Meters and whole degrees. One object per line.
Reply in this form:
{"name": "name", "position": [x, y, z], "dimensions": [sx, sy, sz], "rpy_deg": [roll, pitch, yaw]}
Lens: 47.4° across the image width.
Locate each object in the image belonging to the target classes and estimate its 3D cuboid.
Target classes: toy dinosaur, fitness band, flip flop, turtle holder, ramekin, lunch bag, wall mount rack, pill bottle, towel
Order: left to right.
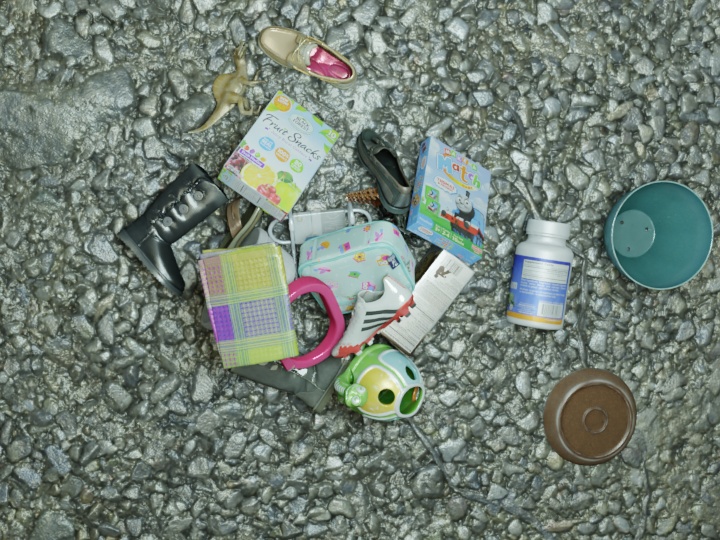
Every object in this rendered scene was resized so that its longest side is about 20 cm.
{"name": "toy dinosaur", "position": [-0.234, -0.320, 1.523], "dimensions": [0.100, 0.058, 0.201], "rpy_deg": [24, 83, 7]}
{"name": "flip flop", "position": [-0.232, -0.091, 1.518], "dimensions": [0.057, 0.081, 0.201], "rpy_deg": [32, 96, -20]}
{"name": "towel", "position": [-0.183, 0.055, 1.358], "dimensions": [0.142, 0.023, 0.202], "rpy_deg": [-10, 97, 8]}
{"name": "ramekin", "position": [-0.197, 0.033, 1.478], "dimensions": [0.094, 0.202, 0.203], "rpy_deg": [32, 90, -18]}
{"name": "fitness band", "position": [-0.098, 0.098, 1.447], "dimensions": [0.143, 0.037, 0.201], "rpy_deg": [-37, 139, -16]}
{"name": "wall mount rack", "position": [-0.071, -0.043, 1.547], "dimensions": [0.198, 0.075, 0.175], "rpy_deg": [-7, 128, -5]}
{"name": "lunch bag", "position": [0.000, 0.000, 1.475], "dimensions": [0.198, 0.078, 0.161], "rpy_deg": [-13, 134, 18]}
{"name": "turtle holder", "position": [0.037, 0.206, 1.508], "dimensions": [0.142, 0.131, 0.186], "rpy_deg": [-57, 142, -10]}
{"name": "toy dinosaur", "position": [0.062, -0.104, 1.529], "dimensions": [0.198, 0.102, 0.137], "rpy_deg": [5, 63, -12]}
{"name": "pill bottle", "position": [0.347, 0.006, 1.574], "dimensions": [0.111, 0.112, 0.202], "rpy_deg": [7, 92, -7]}

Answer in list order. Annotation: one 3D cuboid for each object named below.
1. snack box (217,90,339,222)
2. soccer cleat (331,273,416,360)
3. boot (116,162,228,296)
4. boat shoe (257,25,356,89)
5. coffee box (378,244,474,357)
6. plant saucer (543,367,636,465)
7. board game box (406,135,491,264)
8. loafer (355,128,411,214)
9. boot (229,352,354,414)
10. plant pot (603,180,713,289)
{"name": "snack box", "position": [-0.147, -0.209, 1.493], "dimensions": [0.142, 0.053, 0.201], "rpy_deg": [35, 63, -9]}
{"name": "soccer cleat", "position": [0.010, 0.083, 1.454], "dimensions": [0.200, 0.069, 0.085], "rpy_deg": [-39, 96, 29]}
{"name": "boot", "position": [-0.323, -0.075, 1.521], "dimensions": [0.200, 0.066, 0.165], "rpy_deg": [-43, 99, -6]}
{"name": "boat shoe", "position": [-0.095, -0.400, 1.515], "dimensions": [0.199, 0.069, 0.074], "rpy_deg": [22, 91, -8]}
{"name": "coffee box", "position": [0.115, 0.055, 1.551], "dimensions": [0.080, 0.113, 0.201], "rpy_deg": [38, 90, -8]}
{"name": "plant saucer", "position": [0.468, 0.298, 1.648], "dimensions": [0.198, 0.034, 0.202], "rpy_deg": [0, 93, -7]}
{"name": "board game box", "position": [0.167, -0.131, 1.512], "dimensions": [0.150, 0.037, 0.201], "rpy_deg": [26, 55, -23]}
{"name": "loafer", "position": [0.050, -0.195, 1.500], "dimensions": [0.071, 0.063, 0.201], "rpy_deg": [-6, 54, -25]}
{"name": "boot", "position": [-0.124, 0.160, 1.560], "dimensions": [0.199, 0.073, 0.183], "rpy_deg": [32, 88, -1]}
{"name": "plant pot", "position": [0.551, -0.069, 1.579], "dimensions": [0.198, 0.135, 0.202], "rpy_deg": [0, 94, -7]}
